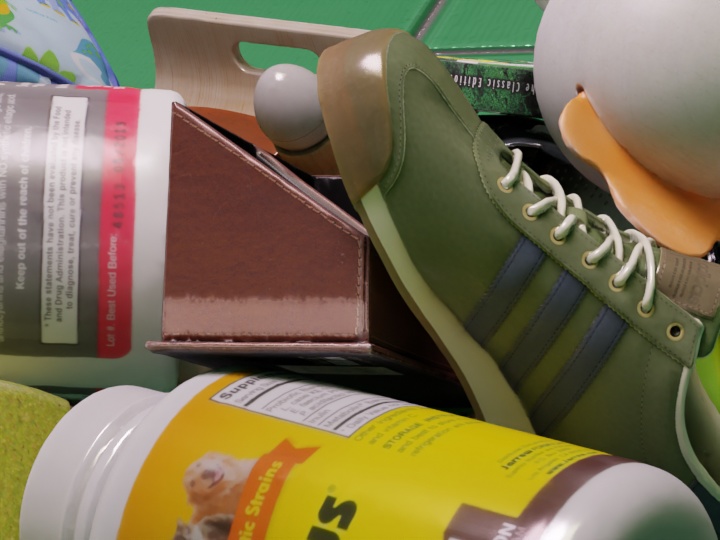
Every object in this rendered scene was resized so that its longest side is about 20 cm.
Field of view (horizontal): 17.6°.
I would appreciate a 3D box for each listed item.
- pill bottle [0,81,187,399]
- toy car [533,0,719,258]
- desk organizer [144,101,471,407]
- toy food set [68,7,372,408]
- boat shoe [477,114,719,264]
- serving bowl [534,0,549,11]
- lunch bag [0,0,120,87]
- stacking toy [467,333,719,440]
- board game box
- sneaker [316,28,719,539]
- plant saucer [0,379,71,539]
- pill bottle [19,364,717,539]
[{"bbox_3d":[-0.160,-0.012,0.812,0.199,0.111,0.111,2,26,-4],"label":"pill bottle"},{"bbox_3d":[0.125,-0.080,0.782,0.184,0.176,0.201,-31,38,51],"label":"toy car"},{"bbox_3d":[0.000,0.000,0.782,0.071,0.077,0.200,0,-8,17],"label":"desk organizer"},{"bbox_3d":[-0.079,-0.025,0.933,0.143,0.061,0.200,11,54,35],"label":"toy food set"},{"bbox_3d":[0.065,-0.025,0.913,0.060,0.076,0.200,21,-1,-43],"label":"boat shoe"},{"bbox_3d":[0.159,-0.119,1.007,0.199,0.066,0.200,6,3,0],"label":"serving bowl"},{"bbox_3d":[-0.201,-0.105,0.915,0.200,0.083,0.161,24,18,-30],"label":"lunch bag"},{"bbox_3d":[0.125,0.037,0.779,0.199,0.110,0.116,-13,24,18],"label":"stacking toy"},{"bbox_3d":[0.109,-0.075,0.984,0.104,0.024,0.200,12,9,30],"label":"board game box"},{"bbox_3d":[0.069,0.006,0.704,0.090,0.201,0.067,-19,20,22],"label":"sneaker"},{"bbox_3d":[-0.208,0.103,0.714,0.199,0.048,0.200,-9,37,19],"label":"plant saucer"},{"bbox_3d":[-0.003,0.091,0.680,0.199,0.110,0.109,12,33,36],"label":"pill bottle"}]
